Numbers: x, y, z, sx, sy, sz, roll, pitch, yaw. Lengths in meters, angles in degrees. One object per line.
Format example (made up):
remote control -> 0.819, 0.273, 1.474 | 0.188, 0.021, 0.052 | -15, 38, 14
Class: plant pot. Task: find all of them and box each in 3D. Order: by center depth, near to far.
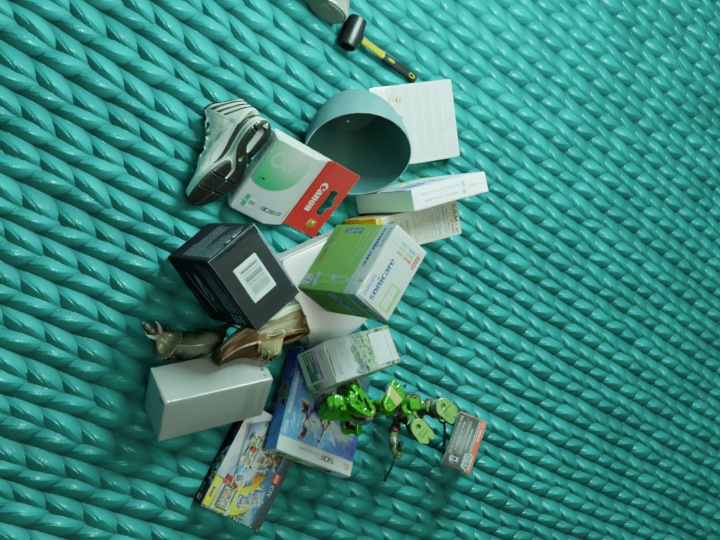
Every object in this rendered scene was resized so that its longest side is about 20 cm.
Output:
plant pot -> -0.010, -0.261, 1.546 | 0.199, 0.200, 0.136 | 25, 41, -31

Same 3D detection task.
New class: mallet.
mallet -> 0.043, -0.441, 1.641 | 0.199, 0.041, 0.066 | 18, 87, -36

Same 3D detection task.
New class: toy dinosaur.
toy dinosaur -> -0.292, 0.127, 1.424 | 0.199, 0.102, 0.078 | 7, 90, -32

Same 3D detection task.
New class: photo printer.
photo printer -> -0.071, 0.040, 1.578 | 0.166, 0.069, 0.202 | -25, 106, -28

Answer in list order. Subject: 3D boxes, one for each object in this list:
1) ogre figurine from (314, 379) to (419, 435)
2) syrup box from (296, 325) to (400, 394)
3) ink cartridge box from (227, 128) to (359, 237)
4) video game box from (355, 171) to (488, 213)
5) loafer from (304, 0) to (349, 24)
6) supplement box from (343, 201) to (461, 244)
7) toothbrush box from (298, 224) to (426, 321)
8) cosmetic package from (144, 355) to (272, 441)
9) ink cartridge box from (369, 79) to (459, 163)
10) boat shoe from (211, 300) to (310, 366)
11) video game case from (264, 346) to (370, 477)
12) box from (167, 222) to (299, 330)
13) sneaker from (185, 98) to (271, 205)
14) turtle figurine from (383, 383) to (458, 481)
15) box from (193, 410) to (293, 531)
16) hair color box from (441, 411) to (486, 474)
ogre figurine -> 0.000, 0.254, 1.532 | 0.199, 0.120, 0.099 | -16, 83, -41
syrup box -> -0.020, 0.167, 1.563 | 0.199, 0.081, 0.079 | -10, 76, -50
ink cartridge box -> -0.118, -0.145, 1.502 | 0.199, 0.050, 0.161 | 27, 115, -29
video game box -> 0.117, -0.151, 1.608 | 0.181, 0.199, 0.047 | -14, 99, -31
loafer -> -0.097, -0.541, 1.531 | 0.199, 0.072, 0.063 | 33, 59, -36
supplement box -> 0.084, -0.087, 1.636 | 0.199, 0.126, 0.074 | -15, 100, -31
toothbrush box -> 0.000, 0.000, 1.461 | 0.086, 0.199, 0.146 | 40, 71, -27
cosmetic package -> -0.265, 0.213, 1.433 | 0.199, 0.085, 0.108 | -7, 137, -32
ink cartridge box -> 0.104, -0.301, 1.687 | 0.198, 0.047, 0.162 | -12, 100, -26
boat shoe -> -0.165, 0.121, 1.444 | 0.199, 0.076, 0.074 | -28, 80, -37
video game case -> -0.077, 0.272, 1.575 | 0.181, 0.045, 0.202 | 29, 62, -33
box -> -0.220, 0.006, 1.404 | 0.104, 0.199, 0.149 | -42, 115, -23
sneaker -> -0.253, -0.216, 1.452 | 0.201, 0.115, 0.076 | -47, 153, 10
turtle figurine -> 0.128, 0.320, 1.637 | 0.143, 0.194, 0.202 | -2, 82, -15
box -> -0.203, 0.365, 1.535 | 0.136, 0.038, 0.201 | 35, 75, -30
hair color box -> 0.214, 0.360, 1.712 | 0.063, 0.200, 0.112 | 19, 81, 11
